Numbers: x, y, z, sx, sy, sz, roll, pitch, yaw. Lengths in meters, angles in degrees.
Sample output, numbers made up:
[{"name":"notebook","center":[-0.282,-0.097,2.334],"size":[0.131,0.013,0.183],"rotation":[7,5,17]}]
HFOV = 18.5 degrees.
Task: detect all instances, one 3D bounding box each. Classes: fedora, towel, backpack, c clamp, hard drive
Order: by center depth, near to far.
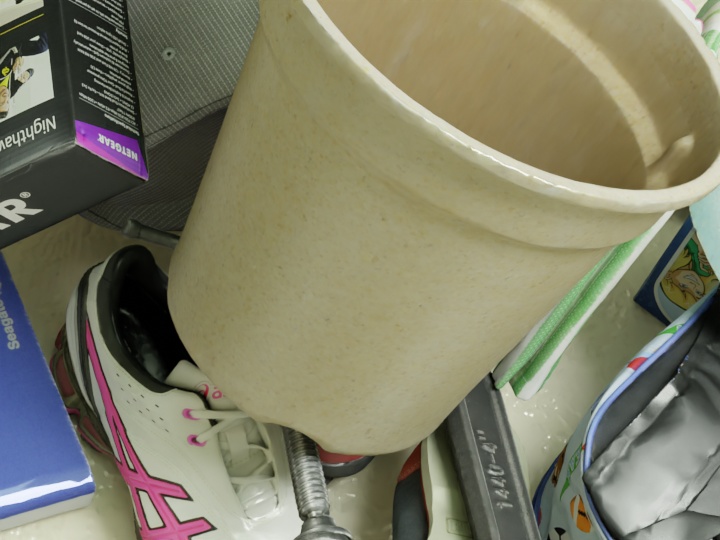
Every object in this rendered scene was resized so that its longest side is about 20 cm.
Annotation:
[{"name":"c clamp","center":[-0.006,0.068,0.921],"size":[0.170,0.027,0.201],"rotation":[9,42,-30]},{"name":"hard drive","center":[-0.230,0.067,0.953],"size":[0.199,0.025,0.132],"rotation":[-14,63,-25]},{"name":"backpack","center":[0.169,0.109,0.976],"size":[0.190,0.154,0.200],"rotation":[-28,65,-40]},{"name":"fedora","center":[-0.076,-0.075,0.993],"size":[0.199,0.177,0.091],"rotation":[-17,61,21]},{"name":"towel","center":[0.124,-0.040,1.020],"size":[0.023,0.153,0.200],"rotation":[32,31,-1]}]

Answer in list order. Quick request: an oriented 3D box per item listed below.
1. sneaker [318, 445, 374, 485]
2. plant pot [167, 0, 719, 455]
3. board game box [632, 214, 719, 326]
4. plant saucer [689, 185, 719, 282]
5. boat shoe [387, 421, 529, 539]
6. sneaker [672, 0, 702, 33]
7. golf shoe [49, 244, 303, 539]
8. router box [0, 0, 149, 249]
[{"name":"sneaker","center":[0.000,0.000,1.026],"size":[0.070,0.098,0.201],"rotation":[18,56,-8]},{"name":"plant pot","center":[0.017,-0.033,0.876],"size":[0.200,0.184,0.201],"rotation":[21,36,-16]},{"name":"board game box","center":[0.240,0.030,1.059],"size":[0.200,0.136,0.034],"rotation":[38,54,10]},{"name":"plant saucer","center":[0.242,-0.024,0.985],"size":[0.200,0.039,0.202],"rotation":[12,50,-14]},{"name":"boat shoe","center":[0.036,0.141,0.932],"size":[0.071,0.063,0.200],"rotation":[20,36,-9]},{"name":"sneaker","center":[0.078,-0.065,1.030],"size":[0.081,0.200,0.088],"rotation":[34,60,-1]},{"name":"golf shoe","center":[-0.068,0.081,0.956],"size":[0.072,0.092,0.200],"rotation":[-27,71,-30]},{"name":"router box","center":[-0.188,-0.073,0.925],"size":[0.051,0.199,0.150],"rotation":[29,45,-52]}]
